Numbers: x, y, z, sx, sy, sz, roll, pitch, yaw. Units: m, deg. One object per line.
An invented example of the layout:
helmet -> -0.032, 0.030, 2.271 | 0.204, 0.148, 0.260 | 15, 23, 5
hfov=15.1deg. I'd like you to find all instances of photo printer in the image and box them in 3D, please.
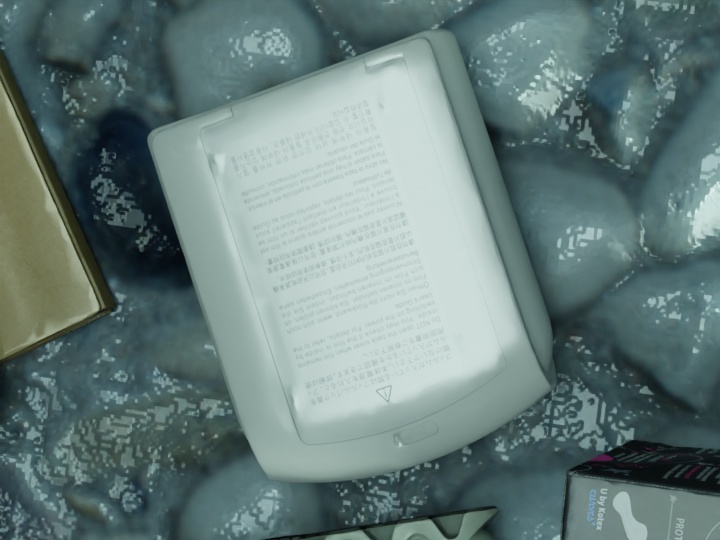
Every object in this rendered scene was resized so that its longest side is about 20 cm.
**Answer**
photo printer -> 0.000, 0.000, 1.342 | 0.166, 0.069, 0.200 | -20, 86, 12

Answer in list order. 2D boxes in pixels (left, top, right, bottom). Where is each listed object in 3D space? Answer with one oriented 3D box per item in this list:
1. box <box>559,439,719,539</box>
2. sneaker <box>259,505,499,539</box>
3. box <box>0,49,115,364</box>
box -> 0.159, 0.153, 1.237 | 0.115, 0.200, 0.132 | 6, 92, 14
sneaker -> -0.025, 0.173, 1.346 | 0.200, 0.074, 0.089 | -8, 86, 14
box -> -0.241, -0.036, 1.423 | 0.163, 0.021, 0.200 | -25, 85, 13
